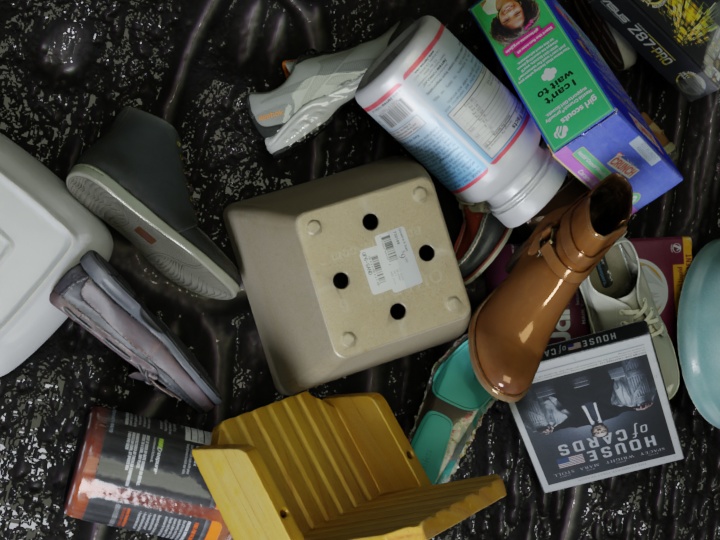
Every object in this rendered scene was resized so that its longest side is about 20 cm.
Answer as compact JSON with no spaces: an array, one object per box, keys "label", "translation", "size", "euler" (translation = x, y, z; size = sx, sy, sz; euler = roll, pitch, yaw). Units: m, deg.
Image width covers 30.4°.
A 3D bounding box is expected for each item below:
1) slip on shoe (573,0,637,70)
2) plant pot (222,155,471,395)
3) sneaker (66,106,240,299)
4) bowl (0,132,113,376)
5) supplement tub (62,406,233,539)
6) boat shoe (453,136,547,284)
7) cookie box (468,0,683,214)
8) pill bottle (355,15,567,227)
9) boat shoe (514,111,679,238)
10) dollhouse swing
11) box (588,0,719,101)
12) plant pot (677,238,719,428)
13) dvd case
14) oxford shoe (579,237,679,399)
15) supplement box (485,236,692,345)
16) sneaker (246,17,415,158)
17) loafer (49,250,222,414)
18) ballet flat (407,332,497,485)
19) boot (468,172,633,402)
[{"label":"slip on shoe","translation":[0.250,-0.310,1.390],"size":[0.060,0.076,0.201],"euler":[-26,86,-6]},{"label":"plant pot","translation":[0.000,0.000,1.261],"size":[0.199,0.177,0.201],"euler":[-17,92,-13]},{"label":"sneaker","translation":[-0.175,-0.065,1.276],"size":[0.200,0.075,0.106],"euler":[43,57,-21]},{"label":"bowl","translation":[-0.351,-0.018,1.231],"size":[0.200,0.075,0.200],"euler":[42,80,-10]},{"label":"supplement tub","translation":[-0.171,0.200,1.247],"size":[0.199,0.107,0.107],"euler":[16,84,-12]},{"label":"boat shoe","translation":[0.131,-0.083,1.348],"size":[0.062,0.071,0.201],"euler":[31,76,-21]},{"label":"cookie box","translation":[0.208,-0.169,1.279],"size":[0.075,0.171,0.200],"euler":[-37,54,17]},{"label":"pill bottle","translation":[0.099,-0.136,1.255],"size":[0.200,0.109,0.109],"euler":[43,79,-13]},{"label":"boat shoe","translation":[0.237,-0.101,1.381],"size":[0.199,0.076,0.074],"euler":[-29,87,-20]},{"label":"dollhouse swing","translation":[-0.002,0.171,1.193],"size":[0.200,0.176,0.182],"euler":[-15,73,-49]},{"label":"box","translation":[0.335,-0.300,1.378],"size":[0.161,0.049,0.200],"euler":[41,58,-20]},{"label":"plant pot","translation":[0.432,0.063,1.341],"size":[0.200,0.134,0.201],"euler":[4,84,-46]},{"label":"dvd case","translation":[0.228,0.138,1.301],"size":[0.150,0.025,0.200],"euler":[-16,132,11]},{"label":"oxford shoe","translation":[0.261,0.047,1.291],"size":[0.075,0.058,0.201],"euler":[-28,106,-12]},{"label":"supplement box","translation":[0.235,0.024,1.363],"size":[0.199,0.086,0.111],"euler":[-3,88,-13]},{"label":"sneaker","translation":[-0.025,-0.197,1.319],"size":[0.200,0.074,0.079],"euler":[-37,91,-12]},{"label":"loafer","translation":[-0.212,0.069,1.253],"size":[0.063,0.072,0.200],"euler":[-39,115,-2]},{"label":"ballet flat","translation":[0.092,0.135,1.318],"size":[0.075,0.064,0.200],"euler":[32,98,5]},{"label":"boot","translation":[0.178,0.013,1.190],"size":[0.077,0.155,0.200],"euler":[37,50,-7]}]
